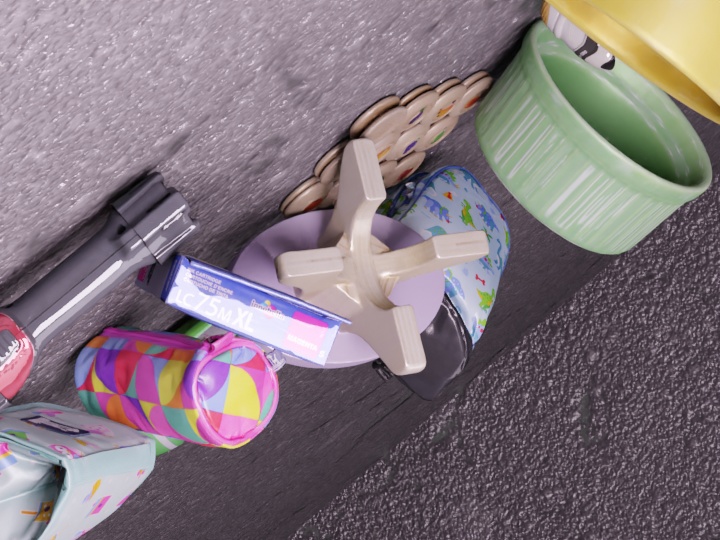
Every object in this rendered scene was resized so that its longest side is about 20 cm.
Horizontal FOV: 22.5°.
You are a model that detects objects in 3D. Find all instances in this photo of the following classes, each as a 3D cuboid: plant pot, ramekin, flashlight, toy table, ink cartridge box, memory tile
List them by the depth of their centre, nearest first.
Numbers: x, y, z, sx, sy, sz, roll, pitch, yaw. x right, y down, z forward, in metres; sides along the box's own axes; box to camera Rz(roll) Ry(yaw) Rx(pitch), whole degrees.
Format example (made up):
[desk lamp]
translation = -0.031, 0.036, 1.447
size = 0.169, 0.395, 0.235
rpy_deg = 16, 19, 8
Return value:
[flashlight]
translation = -0.196, 0.017, 1.188
size = 0.200, 0.068, 0.068
rpy_deg = -41, 144, -9
[ink cartridge box]
translation = -0.085, 0.023, 1.246
size = 0.042, 0.119, 0.200
rpy_deg = -69, -166, -4
[plant pot]
translation = 0.244, -0.232, 1.278
size = 0.189, 0.200, 0.201
rpy_deg = -53, 168, 5
[toy table]
translation = 0.000, 0.000, 1.432
size = 0.199, 0.185, 0.117
rpy_deg = -20, 175, -31
[memory tile]
translation = 0.026, -0.105, 1.517
size = 0.153, 0.017, 0.199
rpy_deg = -46, 167, 33
[ramekin]
translation = 0.192, -0.109, 1.533
size = 0.098, 0.200, 0.200
rpy_deg = -48, 166, 29

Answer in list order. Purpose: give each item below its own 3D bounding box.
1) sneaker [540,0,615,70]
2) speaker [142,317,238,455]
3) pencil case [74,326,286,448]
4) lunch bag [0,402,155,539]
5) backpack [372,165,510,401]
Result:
[sneaker]
translation = 0.245, -0.242, 1.478
size = 0.200, 0.088, 0.076
rpy_deg = -40, 167, 0
[speaker]
translation = -0.124, 0.073, 1.586
size = 0.199, 0.089, 0.088
rpy_deg = -38, 169, 1
[pencil case]
translation = -0.142, 0.083, 1.383
size = 0.088, 0.089, 0.199
rpy_deg = -30, -163, -34
[lunch bag]
translation = -0.264, 0.164, 1.338
size = 0.199, 0.123, 0.170
rpy_deg = -22, 173, 14
[backpack]
translation = 0.056, -0.007, 1.626
size = 0.154, 0.163, 0.200
rpy_deg = -41, -171, 16
